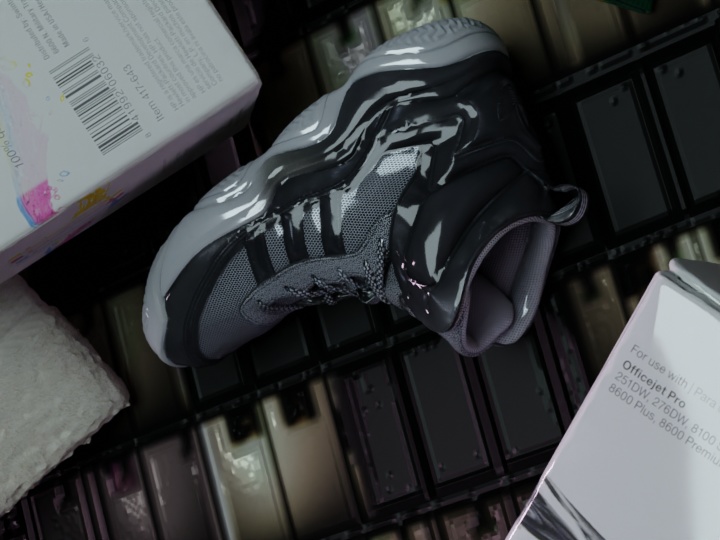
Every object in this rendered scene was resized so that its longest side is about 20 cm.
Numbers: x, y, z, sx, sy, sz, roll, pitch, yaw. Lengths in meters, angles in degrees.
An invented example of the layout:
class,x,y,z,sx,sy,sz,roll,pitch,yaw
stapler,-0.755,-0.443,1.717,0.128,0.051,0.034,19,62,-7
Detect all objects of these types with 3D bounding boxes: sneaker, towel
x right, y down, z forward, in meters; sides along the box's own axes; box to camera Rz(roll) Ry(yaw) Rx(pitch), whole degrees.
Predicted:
class,x,y,z,sx,sy,sz,roll,pitch,yaw
sneaker,0.000,0.000,0.789,0.200,0.075,0.114,-42,64,21
towel,-0.215,0.075,0.879,0.200,0.034,0.133,-41,102,-3

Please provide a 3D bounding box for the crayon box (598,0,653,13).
class,x,y,z,sx,sy,sz,roll,pitch,yaw
crayon box,0.037,-0.185,0.788,0.200,0.058,0.119,20,98,32

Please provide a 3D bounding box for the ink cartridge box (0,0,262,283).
class,x,y,z,sx,sy,sz,roll,pitch,yaw
ink cartridge box,-0.159,-0.067,0.800,0.200,0.125,0.129,-33,90,-7

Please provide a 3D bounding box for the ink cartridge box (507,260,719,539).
class,x,y,z,sx,sy,sz,roll,pitch,yaw
ink cartridge box,0.111,0.105,0.663,0.084,0.144,0.200,35,106,28
